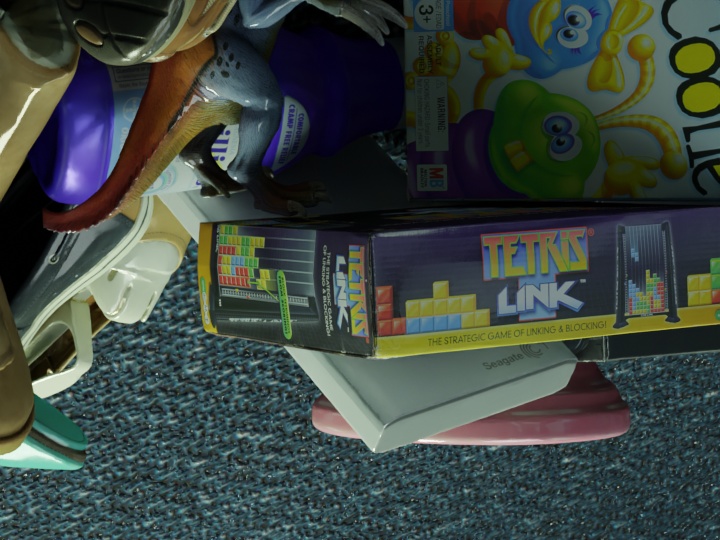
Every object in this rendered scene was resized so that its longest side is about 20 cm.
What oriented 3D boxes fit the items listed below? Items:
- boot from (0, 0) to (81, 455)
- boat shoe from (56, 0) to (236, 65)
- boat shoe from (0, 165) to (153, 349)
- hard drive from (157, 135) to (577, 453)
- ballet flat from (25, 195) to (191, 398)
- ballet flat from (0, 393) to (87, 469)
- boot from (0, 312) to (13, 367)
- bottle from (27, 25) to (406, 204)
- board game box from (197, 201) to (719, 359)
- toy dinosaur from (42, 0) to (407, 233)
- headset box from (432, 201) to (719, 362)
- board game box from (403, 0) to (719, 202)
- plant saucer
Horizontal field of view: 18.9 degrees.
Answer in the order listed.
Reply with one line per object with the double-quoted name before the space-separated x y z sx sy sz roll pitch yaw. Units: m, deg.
"boot" -0.171 -0.036 0.970 0.066 0.175 0.200 -15 155 -39
"boat shoe" -0.058 -0.178 0.902 0.200 0.076 0.074 -59 157 16
"boat shoe" -0.195 0.009 1.123 0.200 0.075 0.062 -42 145 16
"hard drive" 0.000 0.000 1.095 0.132 0.200 0.027 -15 142 -38
"ballet flat" -0.146 0.018 1.179 0.200 0.063 0.069 -41 146 26
"ballet flat" -0.230 0.052 1.066 0.070 0.200 0.067 -52 -175 2
"boot" -0.260 -0.022 0.896 0.175 0.201 0.066 -20 -167 -5
"bottle" -0.064 -0.083 1.072 0.199 0.065 0.084 -8 136 -26
"board game box" 0.050 -0.001 0.980 0.199 0.057 0.165 -5 -177 -30
"toy dinosaur" -0.052 -0.117 0.964 0.199 0.105 0.182 -16 110 -20
"headset box" 0.116 0.003 1.199 0.200 0.093 0.174 -3 179 44
"board game box" 0.129 -0.088 1.023 0.199 0.103 0.105 0 -173 15
"plant saucer" 0.070 0.075 1.355 0.200 0.051 0.201 1 -178 0
